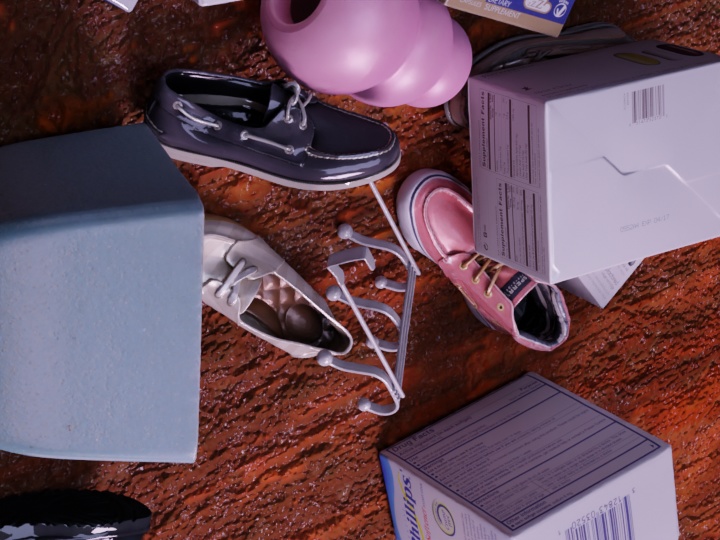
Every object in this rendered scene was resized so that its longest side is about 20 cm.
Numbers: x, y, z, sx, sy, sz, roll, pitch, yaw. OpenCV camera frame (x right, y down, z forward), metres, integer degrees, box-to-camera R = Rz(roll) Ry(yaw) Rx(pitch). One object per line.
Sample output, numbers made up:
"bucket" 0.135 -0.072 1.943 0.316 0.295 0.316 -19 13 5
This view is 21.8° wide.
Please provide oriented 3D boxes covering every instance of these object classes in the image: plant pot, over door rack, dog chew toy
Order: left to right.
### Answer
"plant pot" -0.231 0.017 1.316 0.200 0.196 0.196 -3 112 -19
"over door rack" 0.000 0.000 1.500 0.200 0.066 0.148 77 16 -48
"dog chew toy" 0.015 -0.185 1.461 0.200 0.124 0.125 19 96 -48

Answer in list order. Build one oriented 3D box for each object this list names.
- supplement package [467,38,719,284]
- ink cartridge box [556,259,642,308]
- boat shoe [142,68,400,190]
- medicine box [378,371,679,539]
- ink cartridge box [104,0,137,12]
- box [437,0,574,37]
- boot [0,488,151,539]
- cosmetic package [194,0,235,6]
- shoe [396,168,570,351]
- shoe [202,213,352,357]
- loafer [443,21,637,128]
"supplement package" 0.203 -0.096 1.560 0.200 0.111 0.156 -15 112 -29
"ink cartridge box" 0.237 -0.082 1.701 0.200 0.068 0.116 -50 130 -10
"boat shoe" -0.064 -0.111 1.407 0.200 0.073 0.063 8 137 -7
"medicine box" 0.150 0.199 1.666 0.182 0.200 0.103 -25 120 -27
"ink cartridge box" -0.195 -0.309 1.296 0.199 0.041 0.200 24 93 -41
"box" 0.141 -0.284 1.417 0.121 0.032 0.200 9 112 -37
"boot" -0.264 0.264 1.459 0.200 0.076 0.169 -4 107 -29
"cosmetic package" -0.045 -0.252 1.328 0.200 0.102 0.074 -14 125 -28
"shoe" 0.112 -0.008 1.622 0.071 0.091 0.200 -47 130 -11
"shoe" -0.079 0.016 1.512 0.200 0.053 0.070 36 86 -41
"loafer" 0.166 -0.168 1.614 0.200 0.063 0.072 -22 121 -29
